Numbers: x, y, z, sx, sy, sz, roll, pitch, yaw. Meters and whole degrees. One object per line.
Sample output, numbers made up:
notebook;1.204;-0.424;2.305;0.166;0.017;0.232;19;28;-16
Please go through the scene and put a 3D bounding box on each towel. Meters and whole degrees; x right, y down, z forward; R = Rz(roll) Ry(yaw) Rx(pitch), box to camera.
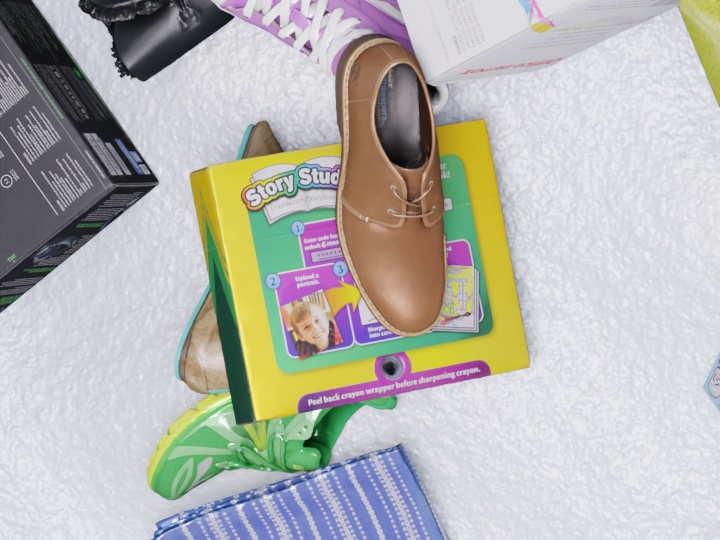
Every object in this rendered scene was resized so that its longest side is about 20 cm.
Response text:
towel;-0.034;0.212;1.766;0.199;0.024;0.145;-20;105;17

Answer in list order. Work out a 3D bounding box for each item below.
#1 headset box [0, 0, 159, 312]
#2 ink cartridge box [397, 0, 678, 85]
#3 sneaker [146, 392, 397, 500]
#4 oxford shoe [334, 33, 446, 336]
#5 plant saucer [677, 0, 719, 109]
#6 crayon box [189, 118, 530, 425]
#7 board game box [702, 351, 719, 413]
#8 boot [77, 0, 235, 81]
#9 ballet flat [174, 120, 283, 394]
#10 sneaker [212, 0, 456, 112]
headset box;-0.278;-0.069;1.813;0.200;0.093;0.174;-38;82;14
ink cartridge box;0.140;-0.196;1.625;0.199;0.147;0.086;-22;83;39
sneaker;-0.063;0.112;1.766;0.199;0.074;0.084;-31;79;15
oxford shoe;0.023;-0.048;1.635;0.071;0.071;0.201;-14;107;-15
plant saucer;0.326;-0.115;1.607;0.199;0.048;0.200;-18;120;16
crayon box;0.000;0.000;1.705;0.199;0.058;0.174;-10;87;-17
board game box;0.297;0.088;1.597;0.200;0.034;0.135;60;139;45
boot;-0.137;-0.251;1.774;0.167;0.076;0.201;-25;91;12
ballet flat;-0.068;-0.005;1.748;0.072;0.068;0.201;11;69;13
sneaker;-0.024;-0.166;1.692;0.199;0.114;0.073;23;115;-6
